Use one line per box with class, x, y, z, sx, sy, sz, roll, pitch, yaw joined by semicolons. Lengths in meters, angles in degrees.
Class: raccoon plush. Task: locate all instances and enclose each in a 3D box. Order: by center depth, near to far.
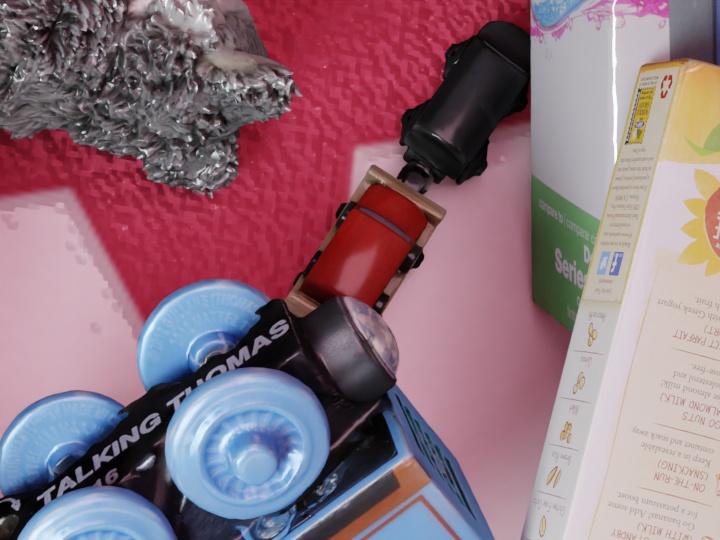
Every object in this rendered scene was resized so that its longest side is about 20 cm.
raccoon plush;-0.117;-0.045;0.797;0.134;0.097;0.200;46;72;-3

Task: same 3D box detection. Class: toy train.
toy train;-0.059;0.091;0.754;0.200;0.087;0.114;-36;117;5
toy train;0.000;0.000;0.832;0.034;0.046;0.200;34;72;-2

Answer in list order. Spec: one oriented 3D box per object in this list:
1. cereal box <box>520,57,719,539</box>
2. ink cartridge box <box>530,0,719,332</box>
cereal box;0.126;0.053;0.764;0.143;0.040;0.201;16;87;-18
ink cartridge box;0.132;-0.081;0.818;0.145;0.088;0.201;-4;104;-13
